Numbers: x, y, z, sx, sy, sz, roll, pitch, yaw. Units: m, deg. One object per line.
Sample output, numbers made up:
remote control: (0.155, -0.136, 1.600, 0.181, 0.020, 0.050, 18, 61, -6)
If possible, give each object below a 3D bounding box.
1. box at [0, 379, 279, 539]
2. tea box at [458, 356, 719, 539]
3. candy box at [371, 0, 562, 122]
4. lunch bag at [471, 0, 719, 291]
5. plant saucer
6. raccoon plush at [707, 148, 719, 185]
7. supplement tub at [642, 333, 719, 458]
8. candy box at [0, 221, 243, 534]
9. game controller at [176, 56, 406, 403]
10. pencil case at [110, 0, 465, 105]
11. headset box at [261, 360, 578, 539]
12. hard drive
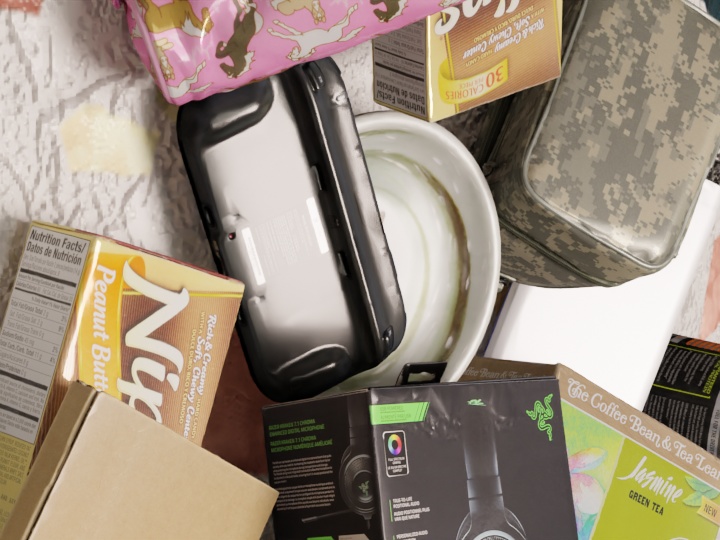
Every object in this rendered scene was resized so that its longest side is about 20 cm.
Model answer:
box: (-0.128, 0.175, 0.748, 0.163, 0.021, 0.202, 40, 69, -51)
tea box: (0.134, 0.188, 1.079, 0.199, 0.133, 0.198, 29, 74, -31)
candy box: (0.062, -0.199, 0.874, 0.115, 0.055, 0.202, -22, 122, -35)
lunch bag: (0.149, -0.087, 1.049, 0.138, 0.168, 0.202, 26, 73, -14)
plant saucer: (0.000, 0.000, 0.943, 0.199, 0.050, 0.202, -9, 104, -37)
raccoon plush: (0.254, -0.049, 1.259, 0.134, 0.096, 0.201, -47, 134, -24)
supplement tub: (0.272, 0.117, 1.230, 0.122, 0.199, 0.124, -19, 114, -48)
candy box: (-0.140, 0.087, 0.783, 0.115, 0.055, 0.202, 20, 84, -53)
game controller: (-0.036, -0.024, 0.861, 0.104, 0.042, 0.202, -22, 112, -16)
pencil case: (-0.027, -0.153, 0.777, 0.083, 0.198, 0.087, -106, 174, -84)
headset box: (0.042, 0.155, 0.877, 0.173, 0.092, 0.202, 3, 78, -45)
hard drive: (0.186, 0.005, 1.155, 0.131, 0.025, 0.202, 23, 86, -13)
